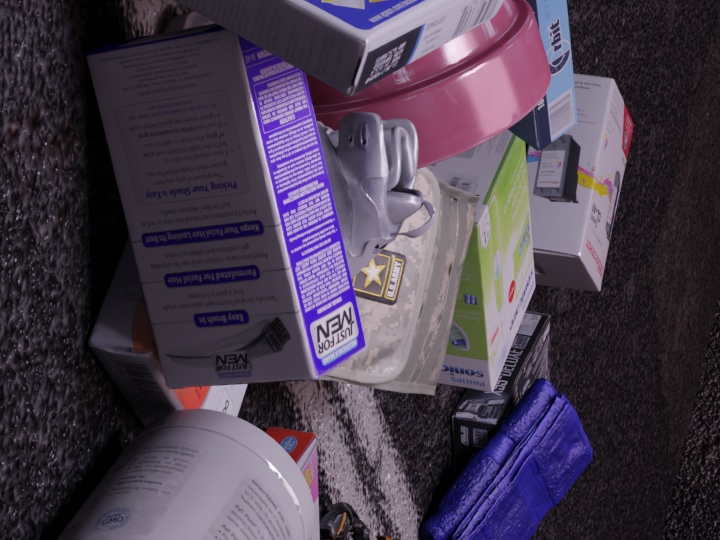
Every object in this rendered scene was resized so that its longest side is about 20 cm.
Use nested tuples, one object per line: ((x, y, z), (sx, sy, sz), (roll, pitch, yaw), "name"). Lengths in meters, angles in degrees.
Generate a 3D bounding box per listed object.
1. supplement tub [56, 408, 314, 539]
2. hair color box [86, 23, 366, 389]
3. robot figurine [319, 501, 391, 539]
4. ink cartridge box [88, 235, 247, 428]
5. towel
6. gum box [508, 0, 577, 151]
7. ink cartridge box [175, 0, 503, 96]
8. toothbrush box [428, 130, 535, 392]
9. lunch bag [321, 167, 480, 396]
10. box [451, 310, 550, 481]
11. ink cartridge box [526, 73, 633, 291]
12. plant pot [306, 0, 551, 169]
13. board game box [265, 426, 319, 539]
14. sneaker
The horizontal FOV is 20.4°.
((-0.119, 0.187, 1.156), (0.200, 0.131, 0.133), (-54, 147, -53), "supplement tub")
((-0.075, -0.038, 1.134), (0.065, 0.109, 0.202), (-26, 107, -55), "hair color box")
((-0.004, 0.273, 1.648), (0.200, 0.058, 0.146), (48, 52, -67), "robot figurine")
((-0.096, 0.003, 1.272), (0.163, 0.050, 0.201), (67, 39, -58), "ink cartridge box")
((0.152, 0.222, 1.973), (0.200, 0.049, 0.148), (-50, 139, -16), "towel")
((0.073, -0.205, 1.466), (0.044, 0.200, 0.171), (-35, 140, -20), "gum box")
((-0.039, -0.182, 1.128), (0.197, 0.199, 0.047), (-36, 151, -55), "ink cartridge box")
((0.093, -0.017, 1.775), (0.146, 0.085, 0.201), (-63, 155, -43), "toothbrush box")
((0.000, 0.000, 1.454), (0.200, 0.117, 0.165), (15, 87, -68), "lunch bag")
((0.150, 0.160, 2.075), (0.200, 0.049, 0.159), (-58, 151, -50), "box")
((0.227, -0.094, 2.145), (0.148, 0.085, 0.202), (45, 54, -68), "ink cartridge box")
((0.009, -0.180, 1.314), (0.200, 0.199, 0.180), (-55, 133, -53), "plant pot")
((-0.082, 0.228, 1.424), (0.200, 0.040, 0.154), (-51, 145, -57), "board game box")
((-0.035, -0.084, 1.200), (0.201, 0.114, 0.075), (64, 18, 10), "sneaker")
